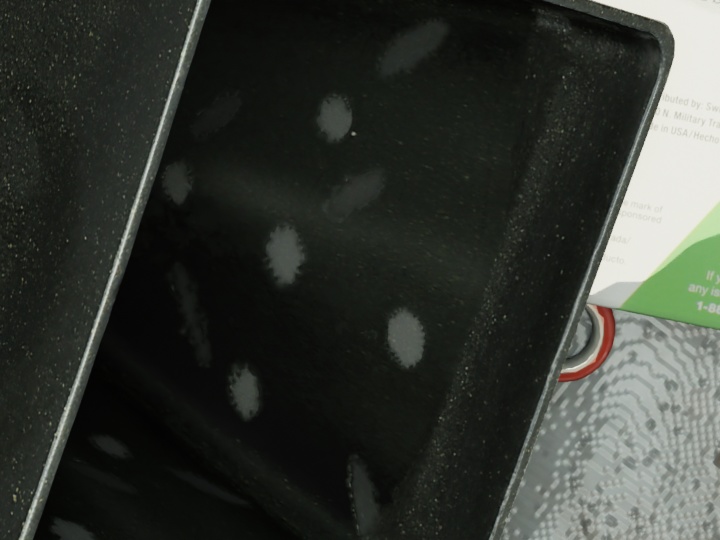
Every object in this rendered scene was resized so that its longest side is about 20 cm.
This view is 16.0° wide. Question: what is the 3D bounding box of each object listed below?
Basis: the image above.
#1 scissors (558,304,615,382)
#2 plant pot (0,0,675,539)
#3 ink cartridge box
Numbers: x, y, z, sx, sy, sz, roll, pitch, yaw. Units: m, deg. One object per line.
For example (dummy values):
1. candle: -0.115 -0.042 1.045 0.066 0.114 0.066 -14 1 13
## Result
1. scissors: 0.000 0.000 0.896 0.198 0.014 0.074 3 103 -3
2. plant pot: -0.059 -0.017 0.746 0.199 0.177 0.201 9 102 -50
3. ink cartridge box: 0.101 -0.089 0.839 0.145 0.084 0.201 12 97 -7
